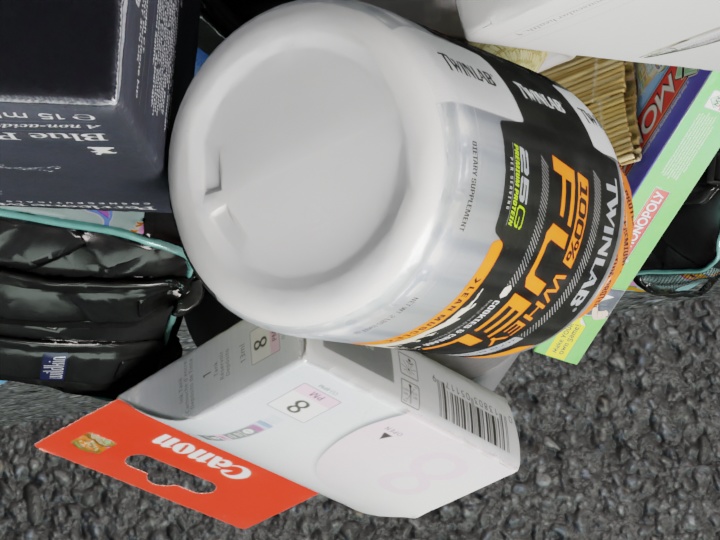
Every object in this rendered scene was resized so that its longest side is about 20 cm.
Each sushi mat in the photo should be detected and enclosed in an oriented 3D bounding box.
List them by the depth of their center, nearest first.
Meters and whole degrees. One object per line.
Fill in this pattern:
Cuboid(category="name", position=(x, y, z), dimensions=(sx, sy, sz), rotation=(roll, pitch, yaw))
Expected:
Cuboid(category="sushi mat", position=(0.053, -0.061, 1.067), dimensions=(0.200, 0.096, 0.012), rotation=(-18, 136, 27))

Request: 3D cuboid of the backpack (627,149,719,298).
Cuboid(category="backpack", position=(0.201, -0.069, 1.288), dimensions=(0.153, 0.176, 0.200), rotation=(1, 170, -38))

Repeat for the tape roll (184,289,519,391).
Cuboid(category="tape roll", position=(0.000, 0.000, 1.143), dimensions=(0.200, 0.201, 0.066), rotation=(-6, 145, -29))

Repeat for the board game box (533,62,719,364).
Cuboid(category="board game box", position=(0.138, -0.068, 1.065), dimensions=(0.029, 0.135, 0.200), rotation=(17, 126, -17))

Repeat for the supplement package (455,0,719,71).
Cuboid(category="supplement package", position=(0.132, -0.155, 0.810), dimensions=(0.117, 0.118, 0.200), rotation=(-20, 168, 40))

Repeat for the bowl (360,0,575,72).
Cuboid(category="bowl", position=(0.021, -0.128, 1.018), dimensions=(0.200, 0.075, 0.200), rotation=(-18, 169, 36))

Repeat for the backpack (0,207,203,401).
Cuboid(category="backpack", position=(-0.187, -0.028, 1.036), dimensions=(0.199, 0.154, 0.176), rotation=(3, 151, -14))

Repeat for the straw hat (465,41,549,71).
Cuboid(category="straw hat", position=(0.029, -0.024, 0.961), dimensions=(0.201, 0.085, 0.201), rotation=(-31, 168, -7))

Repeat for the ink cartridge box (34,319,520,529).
Cuboid(category="ink cartridge box", position=(-0.044, 0.095, 1.056), dimensions=(0.200, 0.057, 0.162), rotation=(-33, 137, 30))

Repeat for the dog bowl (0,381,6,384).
Cuboid(category="dog bowl", position=(-0.306, 0.021, 1.349), dimensions=(0.200, 0.050, 0.111), rotation=(23, -164, 17))

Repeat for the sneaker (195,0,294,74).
Cuboid(category="sneaker", position=(-0.057, -0.095, 0.919), dimensions=(0.111, 0.077, 0.200), rotation=(-12, 137, 27))

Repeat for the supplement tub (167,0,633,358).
Cuboid(category="supplement tub", position=(0.026, -0.029, 0.795), dimensions=(0.122, 0.123, 0.200), rotation=(-15, 169, 28))

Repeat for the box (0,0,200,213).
Cuboid(category="box", position=(-0.165, -0.095, 0.737), dimensions=(0.196, 0.118, 0.200), rotation=(2, 172, 2))
